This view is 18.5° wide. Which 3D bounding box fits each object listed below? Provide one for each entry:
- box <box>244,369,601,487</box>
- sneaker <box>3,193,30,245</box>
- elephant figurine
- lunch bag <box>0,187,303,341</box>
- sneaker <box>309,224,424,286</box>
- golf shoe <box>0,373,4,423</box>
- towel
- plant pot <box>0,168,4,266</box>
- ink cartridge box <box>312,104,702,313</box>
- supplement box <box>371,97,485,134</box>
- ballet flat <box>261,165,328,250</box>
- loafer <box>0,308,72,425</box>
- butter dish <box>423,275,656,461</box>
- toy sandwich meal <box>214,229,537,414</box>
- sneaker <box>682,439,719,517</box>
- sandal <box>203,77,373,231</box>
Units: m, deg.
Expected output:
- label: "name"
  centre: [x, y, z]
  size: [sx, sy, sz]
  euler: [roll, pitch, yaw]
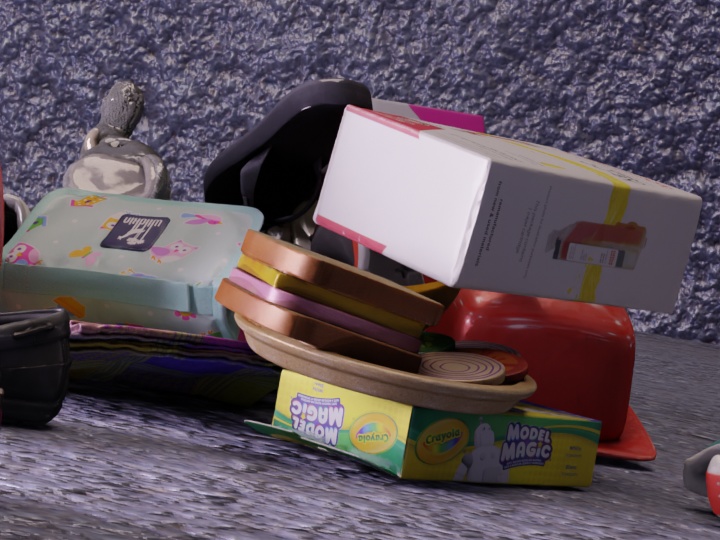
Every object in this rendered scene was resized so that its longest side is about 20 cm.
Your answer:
- label: "box"
  centre: [0.038, 0.095, 1.340]
  size: [0.200, 0.048, 0.117]
  euler: [5, 6, -45]
- label: "sneaker"
  centre: [-0.238, -0.009, 1.554]
  size: [0.078, 0.099, 0.200]
  euler: [10, 16, 5]
- label: "elephant figurine"
  centre: [-0.196, -0.047, 1.730]
  size: [0.155, 0.200, 0.142]
  euler: [50, -18, -4]
- label: "lunch bag"
  centre: [-0.136, 0.013, 1.485]
  size: [0.170, 0.122, 0.200]
  euler: [7, -5, 15]
- label: "sneaker"
  centre: [0.000, 0.000, 1.511]
  size: [0.077, 0.200, 0.082]
  euler: [4, 19, -31]
- label: "golf shoe"
  centre: [-0.210, 0.060, 0.884]
  size: [0.092, 0.073, 0.200]
  euler: [4, -8, 7]
- label: "towel"
  centre: [-0.126, 0.060, 1.377]
  size: [0.200, 0.023, 0.144]
  euler: [9, -15, -30]
- label: "plant pot"
  centre: [-0.336, -0.035, 1.346]
  size: [0.177, 0.201, 0.200]
  euler: [-3, 9, -32]
- label: "ink cartridge box"
  centre: [0.096, -0.038, 1.413]
  size: [0.200, 0.083, 0.145]
  euler: [8, 11, -41]
- label: "supplement box"
  centre: [0.012, -0.037, 1.694]
  size: [0.101, 0.103, 0.200]
  euler: [7, -30, -23]
- label: "ballet flat"
  centre: [-0.046, -0.039, 1.617]
  size: [0.068, 0.068, 0.200]
  euler: [-15, -14, -23]
- label: "loafer"
  centre: [-0.247, 0.037, 1.179]
  size: [0.200, 0.070, 0.068]
  euler: [9, 2, -33]
- label: "butter dish"
  centre: [0.114, 0.031, 1.584]
  size: [0.199, 0.148, 0.200]
  euler: [10, 21, -19]
- label: "toy sandwich meal"
  centre: [0.012, 0.027, 1.313]
  size: [0.205, 0.070, 0.205]
  euler: [14, 6, -2]
- label: "sneaker"
  centre: [0.258, 0.135, 1.302]
  size: [0.093, 0.070, 0.200]
  euler: [-9, 9, -15]
- label: "sandal"
  centre: [-0.053, -0.066, 1.477]
  size: [0.076, 0.043, 0.200]
  euler: [1, -22, -21]
